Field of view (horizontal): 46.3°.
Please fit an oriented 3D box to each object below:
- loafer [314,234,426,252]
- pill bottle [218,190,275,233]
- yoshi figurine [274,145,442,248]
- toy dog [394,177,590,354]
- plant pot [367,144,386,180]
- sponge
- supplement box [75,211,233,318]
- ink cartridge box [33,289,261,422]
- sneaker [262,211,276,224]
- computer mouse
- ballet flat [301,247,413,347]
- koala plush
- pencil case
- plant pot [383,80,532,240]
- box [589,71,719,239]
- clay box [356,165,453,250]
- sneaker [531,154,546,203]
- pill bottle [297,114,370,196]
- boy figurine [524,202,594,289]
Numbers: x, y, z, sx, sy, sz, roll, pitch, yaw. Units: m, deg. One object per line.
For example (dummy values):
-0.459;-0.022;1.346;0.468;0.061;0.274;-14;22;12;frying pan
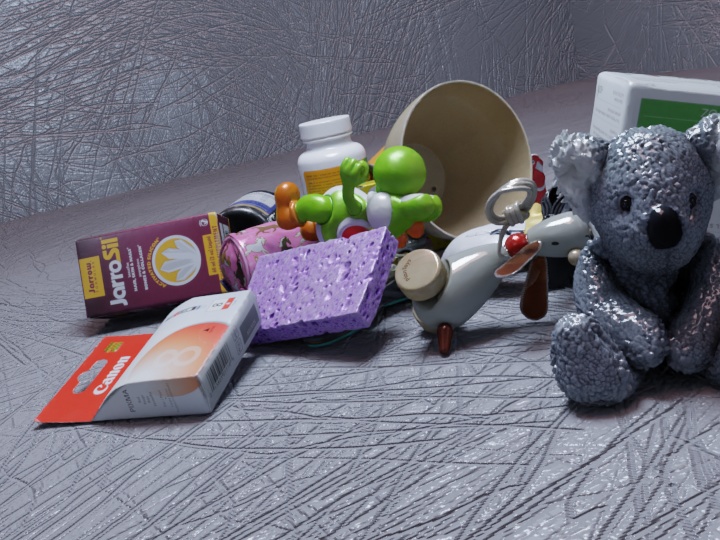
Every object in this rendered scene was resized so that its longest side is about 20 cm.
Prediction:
0.000;0.000;1.054;0.199;0.070;0.075;-15;35;-30;loafer
-0.164;-0.065;1.334;0.111;0.113;0.200;-9;14;9;pill bottle
0.003;-0.091;0.976;0.198;0.113;0.113;-2;35;32;yoshi figurine
0.127;0.015;0.812;0.199;0.097;0.131;-36;-41;28;toy dog
0.112;-0.164;1.384;0.183;0.201;0.200;-33;21;-17;plant pot
-0.055;0.020;0.915;0.199;0.030;0.112;-11;47;40;sponge
-0.275;-0.005;1.157;0.198;0.111;0.086;-11;-3;2;supplement box
-0.217;0.085;0.863;0.198;0.051;0.163;-4;27;15;ink cartridge box
-0.066;-0.042;1.220;0.199;0.071;0.090;-3;-22;-39;sneaker
0.150;-0.031;0.949;0.199;0.044;0.110;-28;22;43;computer mouse
0.003;0.021;0.958;0.073;0.074;0.199;3;21;45;ballet flat
0.230;-0.022;0.669;0.176;0.202;0.184;-8;14;15;koala plush
-0.082;-0.022;1.083;0.199;0.087;0.083;-17;42;-36;pencil case
0.106;-0.132;1.101;0.199;0.202;0.134;-19;5;-27;plant pot
0.353;-0.115;0.904;0.197;0.173;0.200;7;17;6;box
0.076;-0.083;1.205;0.198;0.116;0.048;-14;13;-11;clay box
0.200;-0.102;1.181;0.071;0.114;0.199;3;20;41;sneaker
-0.038;-0.139;1.337;0.110;0.202;0.111;-11;14;3;pill bottle
0.220;-0.036;1.014;0.123;0.065;0.200;-12;13;1;boy figurine
